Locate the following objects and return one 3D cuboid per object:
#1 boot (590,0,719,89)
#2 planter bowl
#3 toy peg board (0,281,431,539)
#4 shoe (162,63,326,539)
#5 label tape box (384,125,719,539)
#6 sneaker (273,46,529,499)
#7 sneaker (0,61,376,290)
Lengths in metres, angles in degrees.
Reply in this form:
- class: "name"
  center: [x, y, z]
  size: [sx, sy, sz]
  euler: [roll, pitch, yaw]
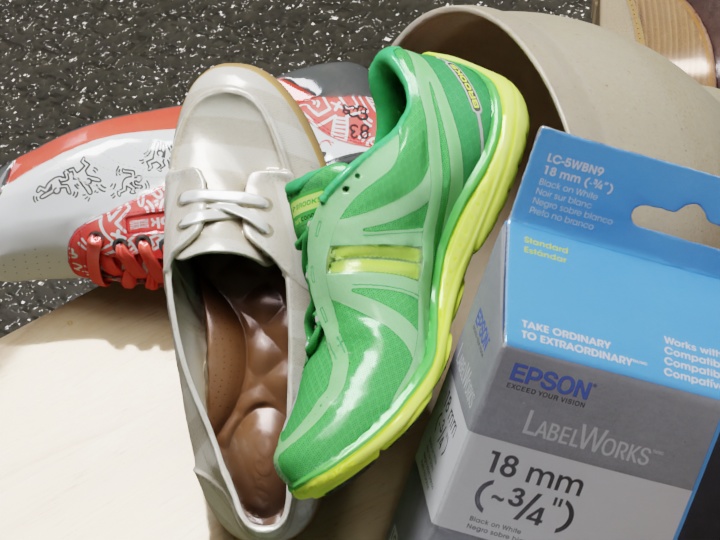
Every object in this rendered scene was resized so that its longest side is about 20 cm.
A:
- class: "boot"
  center: [0.198, -0.136, 1.480]
  size: [0.166, 0.072, 0.200]
  euler: [4, 47, 2]
- class: "planter bowl"
  center: [0.101, -0.017, 1.313]
  size: [0.135, 0.200, 0.200]
  euler: [-4, 40, -28]
- class: "toy peg board"
  center: [-0.069, 0.107, 1.307]
  size: [0.200, 0.098, 0.199]
  euler: [-29, 63, -13]
- class: "shoe"
  center: [-0.043, 0.014, 1.223]
  size: [0.070, 0.053, 0.200]
  euler: [-6, 88, 8]
- class: "label tape box"
  center: [0.107, 0.061, 1.181]
  size: [0.144, 0.200, 0.063]
  euler: [15, 22, -11]
- class: "sneaker"
  center: [0.000, 0.000, 1.198]
  size: [0.083, 0.074, 0.200]
  euler: [27, 65, -14]
- class: "sneaker"
  center: [-0.067, -0.013, 1.281]
  size: [0.201, 0.067, 0.108]
  euler: [-19, 58, -11]
